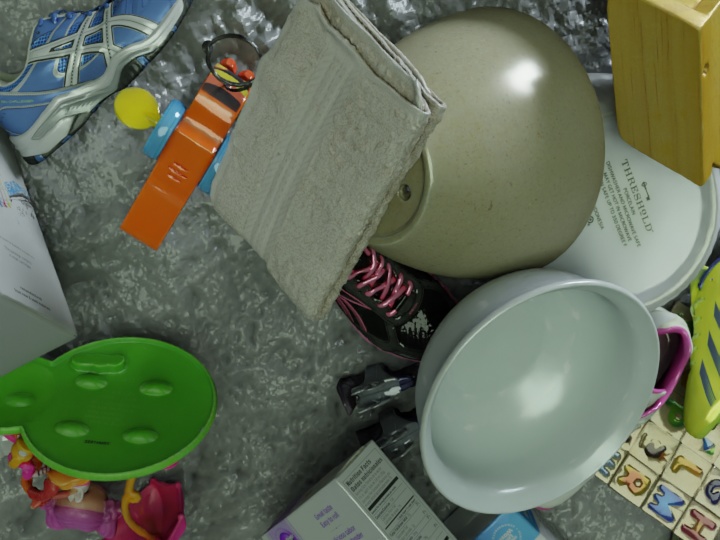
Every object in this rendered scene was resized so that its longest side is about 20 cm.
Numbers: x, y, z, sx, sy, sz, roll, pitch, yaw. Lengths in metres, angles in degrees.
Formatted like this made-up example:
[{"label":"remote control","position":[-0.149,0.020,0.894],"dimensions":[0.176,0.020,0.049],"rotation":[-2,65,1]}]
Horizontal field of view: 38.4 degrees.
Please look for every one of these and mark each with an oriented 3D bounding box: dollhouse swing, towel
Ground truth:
[{"label":"dollhouse swing","position":[0.216,-0.203,0.778],"dimensions":[0.200,0.174,0.184],"rotation":[-48,139,-30]},{"label":"towel","position":[-0.031,-0.075,0.696],"dimensions":[0.133,0.034,0.202],"rotation":[48,129,24]}]

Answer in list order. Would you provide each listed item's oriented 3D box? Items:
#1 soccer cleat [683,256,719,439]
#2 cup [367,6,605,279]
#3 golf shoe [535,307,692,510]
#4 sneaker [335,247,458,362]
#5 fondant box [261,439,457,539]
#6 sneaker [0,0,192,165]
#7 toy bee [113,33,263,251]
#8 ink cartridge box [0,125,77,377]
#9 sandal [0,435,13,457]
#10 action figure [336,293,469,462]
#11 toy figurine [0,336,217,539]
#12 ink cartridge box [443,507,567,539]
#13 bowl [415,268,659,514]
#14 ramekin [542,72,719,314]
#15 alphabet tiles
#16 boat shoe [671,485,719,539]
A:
[{"label":"soccer cleat","position":[0.303,0.040,0.866],"dimensions":[0.082,0.065,0.203],"rotation":[24,82,6]},{"label":"cup","position":[0.054,-0.080,0.738],"dimensions":[0.142,0.198,0.205],"rotation":[-18,111,-46]},{"label":"golf shoe","position":[0.198,0.111,0.846],"dimensions":[0.075,0.092,0.201],"rotation":[36,88,-3]},{"label":"sneaker","position":[0.000,0.000,0.805],"dimensions":[0.199,0.095,0.079],"rotation":[39,88,5]},{"label":"fondant box","position":[0.026,0.256,0.848],"dimensions":[0.201,0.058,0.144],"rotation":[50,137,4]},{"label":"sneaker","position":[-0.203,-0.170,0.780],"dimensions":[0.199,0.076,0.077],"rotation":[-41,108,4]},{"label":"toy bee","position":[-0.113,-0.109,0.802],"dimensions":[0.198,0.109,0.131],"rotation":[-28,114,28]},{"label":"ink cartridge box","position":[-0.321,-0.024,0.731],"dimensions":[0.145,0.145,0.203],"rotation":[-27,72,2]},{"label":"sandal","position":[-0.305,0.114,0.858],"dimensions":[0.198,0.050,0.084],"rotation":[-1,115,-18]},{"label":"action figure","position":[0.083,0.092,0.873],"dimensions":[0.197,0.069,0.132],"rotation":[-26,99,-1]},{"label":"toy figurine","position":[-0.212,0.171,0.832],"dimensions":[0.195,0.151,0.187],"rotation":[5,125,0]},{"label":"ink cartridge box","position":[0.154,0.296,0.927],"dimensions":[0.116,0.067,0.200],"rotation":[-45,103,7]},{"label":"bowl","position":[0.118,0.074,0.776],"dimensions":[0.197,0.091,0.205],"rotation":[-12,124,-19]},{"label":"ramekin","position":[0.196,-0.054,0.832],"dimensions":[0.198,0.094,0.207],"rotation":[-1,104,-4]},{"label":"alphabet tiles","position":[0.285,0.134,0.890],"dimensions":[0.198,0.006,0.168],"rotation":[34,86,5]},{"label":"boat shoe","position":[0.313,0.206,0.919],"dimensions":[0.070,0.065,0.205],"rotation":[-3,103,-4]}]
